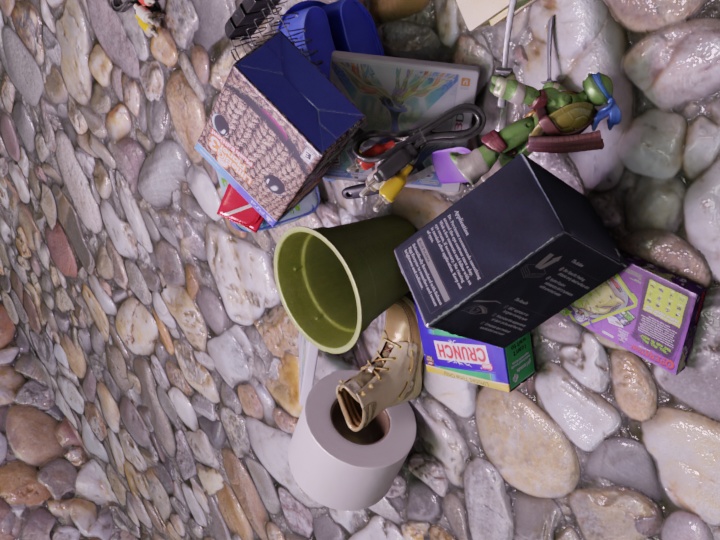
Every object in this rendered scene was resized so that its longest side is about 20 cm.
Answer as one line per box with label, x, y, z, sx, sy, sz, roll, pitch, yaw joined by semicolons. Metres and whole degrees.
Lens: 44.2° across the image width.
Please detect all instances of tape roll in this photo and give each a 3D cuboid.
tape roll;-0.016;0.296;1.545;0.203;0.202;0.140;45;138;25

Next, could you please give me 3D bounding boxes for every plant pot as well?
plant pot;0.000;0.000;1.374;0.199;0.189;0.202;27;128;40

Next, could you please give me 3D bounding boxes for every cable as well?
cable;0.070;-0.173;1.195;0.098;0.199;0.050;54;-174;-1
cable;-0.447;-0.530;1.736;0.199;0.050;0.098;31;130;35

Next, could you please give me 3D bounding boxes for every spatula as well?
spatula;0.067;-0.129;1.237;0.198;0.021;0.057;-13;123;13

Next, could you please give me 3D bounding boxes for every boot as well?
boot;0.031;0.152;1.447;0.072;0.155;0.202;26;128;39

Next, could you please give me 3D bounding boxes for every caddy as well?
caddy;-0.044;-0.301;1.300;0.105;0.141;0.202;-4;106;57

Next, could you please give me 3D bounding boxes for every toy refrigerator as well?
toy refrigerator;0.204;-0.355;1.032;0.199;0.076;0.071;-22;92;52

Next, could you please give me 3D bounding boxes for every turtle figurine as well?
turtle figurine;0.190;-0.200;1.057;0.200;0.144;0.194;45;114;-7

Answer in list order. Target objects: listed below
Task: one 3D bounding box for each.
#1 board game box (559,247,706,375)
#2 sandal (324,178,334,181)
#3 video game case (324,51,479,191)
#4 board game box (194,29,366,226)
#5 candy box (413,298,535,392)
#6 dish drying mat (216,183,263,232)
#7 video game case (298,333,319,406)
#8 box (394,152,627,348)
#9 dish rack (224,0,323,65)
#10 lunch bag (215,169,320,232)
board game box;0.332;0.035;1.129;0.199;0.032;0.121;31;127;38
sandal;-0.073;-0.210;1.349;0.200;0.087;0.079;43;121;-13
video game case;0.052;-0.202;1.224;0.198;0.022;0.184;6;124;0
board game box;-0.112;-0.183;1.177;0.159;0.097;0.200;44;146;0
candy box;0.162;0.062;1.307;0.168;0.077;0.202;7;116;47
dish drying mat;-0.160;-0.166;1.418;0.076;0.018;0.202;25;101;3
video game case;-0.091;0.108;1.591;0.183;0.022;0.201;-96;14;-52
box;0.183;-0.014;1.074;0.199;0.196;0.118;-36;60;24
dish rack;-0.111;-0.293;1.228;0.153;0.054;0.202;-28;88;56
lunch bag;-0.161;-0.172;1.501;0.082;0.160;0.202;-1;108;62
